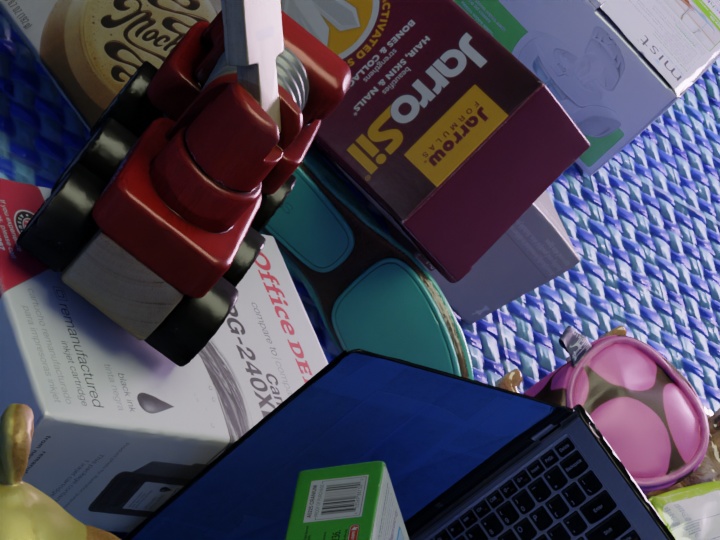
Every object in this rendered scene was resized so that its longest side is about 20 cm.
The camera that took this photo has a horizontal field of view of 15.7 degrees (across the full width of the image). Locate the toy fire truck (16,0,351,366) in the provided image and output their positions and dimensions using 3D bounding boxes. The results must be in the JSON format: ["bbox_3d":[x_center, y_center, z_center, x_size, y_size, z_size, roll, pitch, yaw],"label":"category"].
[{"bbox_3d":[-0.059,-0.088,1.182,0.129,0.200,0.176,39,30,-9],"label":"toy fire truck"}]

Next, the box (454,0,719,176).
[{"bbox_3d":[0.149,-0.189,1.813,0.200,0.097,0.176,47,32,0],"label":"box"}]

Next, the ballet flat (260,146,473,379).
[{"bbox_3d":[0.000,0.000,1.450,0.200,0.067,0.070,51,15,3],"label":"ballet flat"}]

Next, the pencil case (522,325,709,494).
[{"bbox_3d":[0.079,0.100,1.302,0.094,0.200,0.091,-34,86,-39],"label":"pencil case"}]

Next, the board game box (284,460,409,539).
[{"bbox_3d":[0.007,0.208,1.130,0.153,0.040,0.200,-78,156,-54],"label":"board game box"}]

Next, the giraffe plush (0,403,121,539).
[{"bbox_3d":[-0.135,0.153,1.026,0.200,0.173,0.162,48,14,-32],"label":"giraffe plush"}]

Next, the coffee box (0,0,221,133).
[{"bbox_3d":[-0.136,-0.159,1.362,0.200,0.113,0.080,55,-3,-9],"label":"coffee box"}]

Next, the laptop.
[{"bbox_3d":[0.029,0.146,1.194,0.200,0.187,0.116,55,38,8],"label":"laptop"}]

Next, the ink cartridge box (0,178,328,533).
[{"bbox_3d":[-0.111,0.045,1.239,0.200,0.083,0.145,11,45,-43],"label":"ink cartridge box"}]

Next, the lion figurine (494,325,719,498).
[{"bbox_3d":[0.139,0.104,1.505,0.200,0.072,0.123,-20,80,-42],"label":"lion figurine"}]

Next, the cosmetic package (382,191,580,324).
[{"bbox_3d":[0.044,-0.080,1.547,0.200,0.090,0.107,63,11,29],"label":"cosmetic package"}]

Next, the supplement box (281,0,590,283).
[{"bbox_3d":[0.016,-0.104,1.458,0.200,0.110,0.086,45,0,32],"label":"supplement box"}]

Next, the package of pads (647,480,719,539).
[{"bbox_3d":[0.165,0.168,1.363,0.200,0.155,0.068,-3,59,-52],"label":"package of pads"}]
